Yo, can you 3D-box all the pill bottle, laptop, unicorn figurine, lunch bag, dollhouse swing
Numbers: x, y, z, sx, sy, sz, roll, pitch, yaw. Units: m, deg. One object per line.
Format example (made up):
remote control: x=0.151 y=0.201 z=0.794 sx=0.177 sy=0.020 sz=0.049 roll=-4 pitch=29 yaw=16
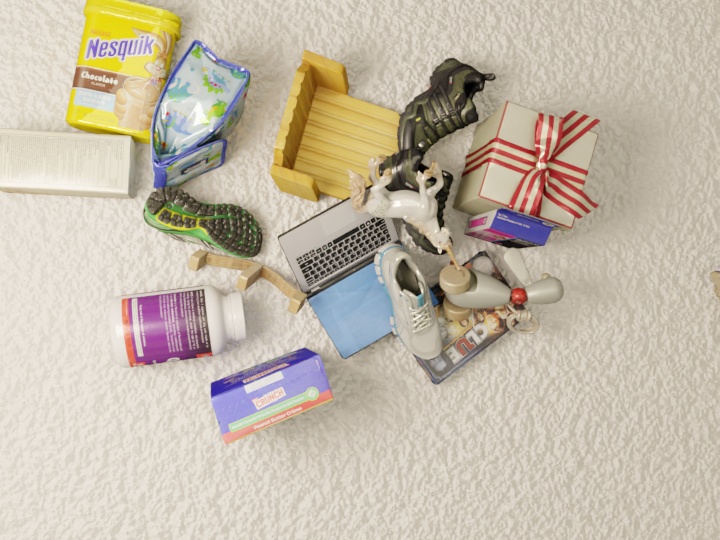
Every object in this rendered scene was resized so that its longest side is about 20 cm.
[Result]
pill bottle: x=-0.281 y=0.084 z=1.299 sx=0.200 sy=0.112 sz=0.113 roll=-7 pitch=88 yaw=-9
laptop: x=0.000 y=0.000 z=1.344 sx=0.187 sy=0.116 sz=0.200 roll=-30 pitch=130 yaw=-10
unicorn figurine: x=0.079 y=-0.103 z=1.301 sx=0.200 sy=0.137 sz=0.074 roll=17 pitch=39 yaw=13
lunch bag: x=-0.258 y=-0.219 z=1.283 sx=0.127 sy=0.170 sz=0.200 roll=31 pitch=77 yaw=-6
dollhouse swing: x=-0.026 y=-0.209 z=1.337 sx=0.176 sy=0.182 sz=0.200 roll=16 pitch=84 yaw=4

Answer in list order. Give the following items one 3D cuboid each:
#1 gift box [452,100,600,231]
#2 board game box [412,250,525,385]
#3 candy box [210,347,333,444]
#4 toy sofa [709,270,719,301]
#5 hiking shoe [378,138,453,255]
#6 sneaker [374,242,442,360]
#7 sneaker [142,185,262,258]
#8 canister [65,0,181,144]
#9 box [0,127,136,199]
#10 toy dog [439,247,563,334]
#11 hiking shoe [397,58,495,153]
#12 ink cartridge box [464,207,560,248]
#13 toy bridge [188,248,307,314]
gift box: x=0.281 y=-0.163 z=1.366 sx=0.200 sy=0.187 sz=0.185 roll=13 pitch=86 yaw=-7
board game box: x=0.166 y=0.079 z=1.412 sx=0.200 sy=0.035 sz=0.136 roll=-36 pitch=94 yaw=-9
candy box: x=-0.139 y=0.183 z=1.273 sx=0.169 sy=0.200 sz=0.077 roll=-20 pitch=91 yaw=-9
toy sofa: x=0.692 y=0.033 z=1.418 sx=0.083 sy=0.200 sz=0.098 roll=-26 pitch=97 yaw=-9
hiking shoe: x=0.112 y=-0.112 z=1.358 sx=0.101 sy=0.076 sz=0.200 roll=-22 pitch=118 yaw=25
sneaker: x=0.082 y=0.055 z=1.322 sx=0.075 sy=0.087 sz=0.200 roll=-27 pitch=103 yaw=-12
sneaker: x=-0.248 y=-0.074 z=1.337 sx=0.200 sy=0.085 sz=0.078 roll=24 pitch=70 yaw=-22
canister: x=-0.372 y=-0.312 z=1.318 sx=0.148 sy=0.087 sz=0.200 roll=11 pitch=87 yaw=-9
box: x=-0.454 y=-0.163 z=1.300 sx=0.200 sy=0.078 sz=0.095 roll=4 pitch=87 yaw=-9
toy dog: x=0.216 y=0.019 z=1.361 sx=0.200 sy=0.132 sz=0.096 roll=12 pitch=47 yaw=-13
hiking shoe: x=0.138 y=-0.257 z=1.377 sx=0.101 sy=0.076 sz=0.200 roll=25 pitch=81 yaw=36
ink cartridge box: x=0.238 y=-0.066 z=1.347 sx=0.095 sy=0.200 sz=0.037 roll=17 pitch=85 yaw=-7
toy bridge: x=-0.177 y=0.009 z=1.341 sx=0.200 sy=0.067 sz=0.027 roll=23 pitch=117 yaw=9
